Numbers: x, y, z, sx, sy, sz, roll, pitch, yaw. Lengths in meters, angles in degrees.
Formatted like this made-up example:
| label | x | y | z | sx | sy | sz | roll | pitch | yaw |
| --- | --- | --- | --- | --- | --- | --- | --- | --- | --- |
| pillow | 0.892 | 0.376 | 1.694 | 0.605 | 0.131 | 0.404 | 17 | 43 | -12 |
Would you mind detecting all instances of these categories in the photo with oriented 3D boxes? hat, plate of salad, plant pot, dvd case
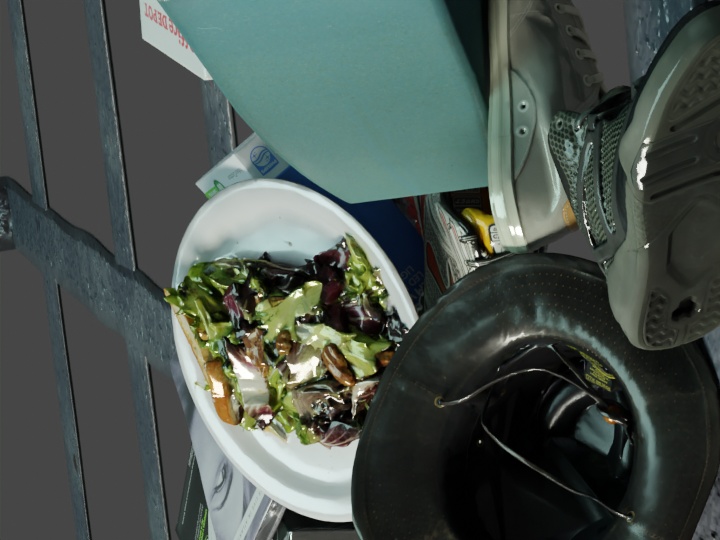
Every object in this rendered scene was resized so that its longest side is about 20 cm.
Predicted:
| label | x | y | z | sx | sy | sz | roll | pitch | yaw |
| --- | --- | --- | --- | --- | --- | --- | --- | --- | --- |
| hat | 0.095 | 0.095 | 1.438 | 0.081 | 0.201 | 0.201 | 16 | -120 | -67 |
| plate of salad | -0.041 | 0.048 | 1.604 | 0.200 | 0.048 | 0.200 | 18 | 117 | 39 |
| plant pot | 0.004 | -0.133 | 1.493 | 0.200 | 0.141 | 0.141 | 63 | -152 | -46 |
| dvd case | -0.070 | 0.069 | 1.753 | 0.200 | 0.016 | 0.149 | -111 | 36 | -47 |

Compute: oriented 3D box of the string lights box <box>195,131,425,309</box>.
| label | x | y | z | sx | sy | sz | roll | pitch | yaw |
| --- | --- | --- | --- | --- | --- | --- | --- | --- | --- |
| string lights box | 0.000 | 0.000 | 1.665 | 0.200 | 0.059 | 0.103 | 50 | 163 | -3 |

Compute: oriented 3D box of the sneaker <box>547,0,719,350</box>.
| label | x | y | z | sx | sy | sz | roll | pitch | yaw |
| --- | --- | --- | --- | --- | --- | --- | --- | --- | --- |
| sneaker | 0.131 | -0.065 | 1.298 | 0.199 | 0.076 | 0.114 | 91 | 156 | -52 |

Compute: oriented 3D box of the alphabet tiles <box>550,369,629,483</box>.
| label | x | y | z | sx | sy | sz | roll | pitch | yaw |
| --- | --- | --- | --- | --- | --- | --- | --- | --- | --- |
| alphabet tiles | 0.087 | 0.138 | 1.537 | 0.196 | 0.015 | 0.200 | 60 | 139 | 17 |

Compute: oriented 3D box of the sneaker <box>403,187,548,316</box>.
| label | x | y | z | sx | sy | sz | roll | pitch | yaw |
| --- | --- | --- | --- | --- | --- | --- | --- | --- | --- |
| sneaker | 0.067 | 0.002 | 1.580 | 0.082 | 0.078 | 0.200 | 135 | 125 | -70 |

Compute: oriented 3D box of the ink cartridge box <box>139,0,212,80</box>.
| label | x | y | z | sx | sy | sz | roll | pitch | yaw |
| --- | --- | --- | --- | --- | --- | --- | --- | --- | --- |
| ink cartridge box | -0.074 | -0.218 | 1.636 | 0.145 | 0.087 | 0.200 | -140 | 44 | -66 |

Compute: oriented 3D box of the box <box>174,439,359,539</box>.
| label | x | y | z | sx | sy | sz | roll | pitch | yaw |
| --- | --- | --- | --- | --- | --- | --- | --- | --- | --- |
| box | -0.015 | 0.163 | 1.815 | 0.200 | 0.148 | 0.124 | -122 | 39 | -57 |

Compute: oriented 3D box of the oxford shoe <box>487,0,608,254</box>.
| label | x | y | z | sx | sy | sz | roll | pitch | yaw |
| --- | --- | --- | --- | --- | --- | --- | --- | --- | --- |
| oxford shoe | 0.096 | -0.102 | 1.462 | 0.075 | 0.058 | 0.200 | 53 | -147 | -61 |
